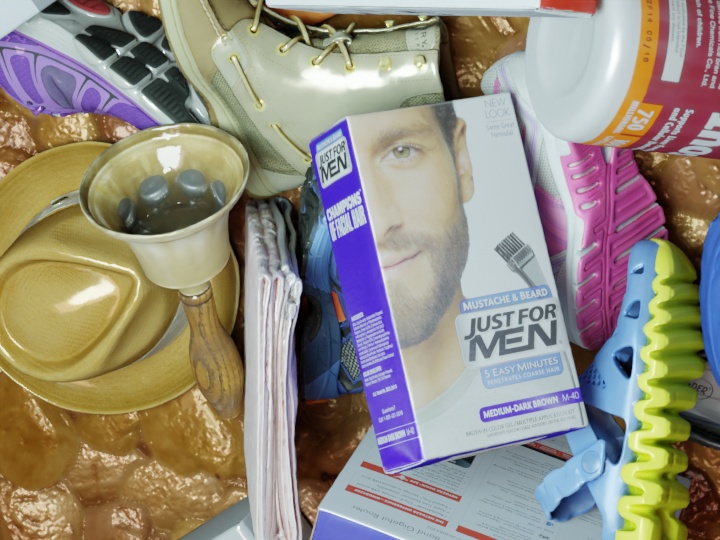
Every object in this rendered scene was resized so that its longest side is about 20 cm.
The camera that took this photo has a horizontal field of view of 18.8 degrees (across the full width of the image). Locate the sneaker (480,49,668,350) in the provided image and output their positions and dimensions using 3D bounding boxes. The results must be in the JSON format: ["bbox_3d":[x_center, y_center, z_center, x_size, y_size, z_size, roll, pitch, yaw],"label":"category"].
[{"bbox_3d":[0.124,-0.050,1.313,0.088,0.081,0.200,15,120,48],"label":"sneaker"}]

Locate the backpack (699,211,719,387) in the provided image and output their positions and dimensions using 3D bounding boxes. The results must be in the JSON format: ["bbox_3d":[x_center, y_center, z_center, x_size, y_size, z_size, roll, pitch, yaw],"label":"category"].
[{"bbox_3d":[0.294,0.014,1.217,0.200,0.168,0.163,-2,96,1],"label":"backpack"}]

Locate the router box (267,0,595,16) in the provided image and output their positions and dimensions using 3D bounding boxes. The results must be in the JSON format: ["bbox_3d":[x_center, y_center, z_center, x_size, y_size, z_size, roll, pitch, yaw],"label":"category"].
[{"bbox_3d":[0.039,-0.228,1.170,0.200,0.049,0.180,8,96,43],"label":"router box"}]

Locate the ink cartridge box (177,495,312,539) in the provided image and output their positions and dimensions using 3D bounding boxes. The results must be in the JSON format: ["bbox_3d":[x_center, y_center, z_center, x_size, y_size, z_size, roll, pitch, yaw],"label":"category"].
[{"bbox_3d":[-0.063,0.266,1.458,0.146,0.084,0.200,-33,95,23],"label":"ink cartridge box"}]

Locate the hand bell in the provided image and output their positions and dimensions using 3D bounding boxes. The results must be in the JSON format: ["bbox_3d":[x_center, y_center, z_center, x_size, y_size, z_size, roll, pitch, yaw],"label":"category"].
[{"bbox_3d":[-0.100,0.017,1.357,0.104,0.104,0.200,2,134,16],"label":"hand bell"}]

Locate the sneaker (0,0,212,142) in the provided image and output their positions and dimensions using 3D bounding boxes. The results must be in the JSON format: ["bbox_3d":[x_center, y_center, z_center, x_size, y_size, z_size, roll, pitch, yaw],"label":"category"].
[{"bbox_3d":[-0.174,-0.126,1.391,0.200,0.081,0.084,30,126,16],"label":"sneaker"}]

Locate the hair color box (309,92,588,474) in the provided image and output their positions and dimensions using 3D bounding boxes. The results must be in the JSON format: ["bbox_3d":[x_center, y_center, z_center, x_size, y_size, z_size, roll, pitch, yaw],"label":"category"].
[{"bbox_3d":[0.050,0.006,1.248,0.109,0.065,0.200,-10,82,-24],"label":"hair color box"}]

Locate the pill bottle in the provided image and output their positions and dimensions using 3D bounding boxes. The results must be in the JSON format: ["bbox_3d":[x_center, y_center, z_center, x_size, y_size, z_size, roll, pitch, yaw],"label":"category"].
[{"bbox_3d":[0.202,-0.117,1.209,0.200,0.113,0.113,5,111,-21],"label":"pill bottle"}]

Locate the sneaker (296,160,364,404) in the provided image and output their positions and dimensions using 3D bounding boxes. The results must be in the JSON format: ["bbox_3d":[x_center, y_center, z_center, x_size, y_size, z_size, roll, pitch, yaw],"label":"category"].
[{"bbox_3d":[0.000,0.000,1.353,0.078,0.075,0.200,-1,136,-4],"label":"sneaker"}]

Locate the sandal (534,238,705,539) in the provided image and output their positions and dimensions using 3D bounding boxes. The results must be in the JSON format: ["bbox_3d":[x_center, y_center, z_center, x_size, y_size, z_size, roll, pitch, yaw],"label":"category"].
[{"bbox_3d":[0.151,0.078,1.276,0.087,0.079,0.200,5,79,32],"label":"sandal"}]

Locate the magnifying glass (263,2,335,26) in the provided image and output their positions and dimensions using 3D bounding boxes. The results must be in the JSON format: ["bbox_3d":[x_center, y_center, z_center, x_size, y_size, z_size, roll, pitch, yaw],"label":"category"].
[{"bbox_3d":[0.001,-0.177,1.334,0.200,0.022,0.080,-21,114,26],"label":"magnifying glass"}]

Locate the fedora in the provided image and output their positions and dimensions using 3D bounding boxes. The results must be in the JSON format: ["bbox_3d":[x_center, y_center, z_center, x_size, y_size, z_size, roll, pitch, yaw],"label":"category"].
[{"bbox_3d":[-0.181,0.015,1.418,0.200,0.082,0.201,5,108,15],"label":"fedora"}]

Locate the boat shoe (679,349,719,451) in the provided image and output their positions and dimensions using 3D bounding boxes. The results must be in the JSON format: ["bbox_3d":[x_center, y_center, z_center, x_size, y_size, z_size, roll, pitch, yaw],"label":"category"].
[{"bbox_3d":[0.239,0.082,1.322,0.199,0.066,0.075,20,111,10],"label":"boat shoe"}]

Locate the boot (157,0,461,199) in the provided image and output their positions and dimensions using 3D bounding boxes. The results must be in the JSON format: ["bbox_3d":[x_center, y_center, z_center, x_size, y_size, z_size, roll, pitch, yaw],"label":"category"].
[{"bbox_3d":[-0.028,-0.137,1.309,0.155,0.073,0.200,-10,126,19],"label":"boot"}]

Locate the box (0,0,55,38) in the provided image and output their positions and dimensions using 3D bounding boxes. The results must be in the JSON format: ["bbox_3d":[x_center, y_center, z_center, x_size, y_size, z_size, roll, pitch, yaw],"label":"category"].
[{"bbox_3d":[-0.196,-0.249,1.308,0.200,0.041,0.156,-35,109,-3],"label":"box"}]

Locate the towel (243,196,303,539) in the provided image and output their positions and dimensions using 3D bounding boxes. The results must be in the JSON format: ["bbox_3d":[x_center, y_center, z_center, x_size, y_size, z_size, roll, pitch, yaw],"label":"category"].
[{"bbox_3d":[-0.053,0.066,1.339,0.032,0.200,0.191,0,105,-4],"label":"towel"}]

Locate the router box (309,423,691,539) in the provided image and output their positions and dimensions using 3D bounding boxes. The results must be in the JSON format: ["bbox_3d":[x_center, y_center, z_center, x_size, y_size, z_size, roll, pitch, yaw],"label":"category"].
[{"bbox_3d":[0.087,0.154,1.326,0.200,0.180,0.049,20,118,11],"label":"router box"}]
